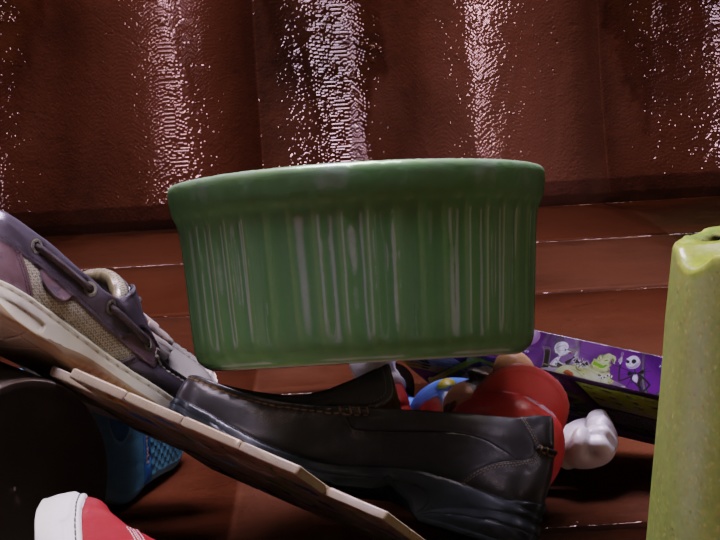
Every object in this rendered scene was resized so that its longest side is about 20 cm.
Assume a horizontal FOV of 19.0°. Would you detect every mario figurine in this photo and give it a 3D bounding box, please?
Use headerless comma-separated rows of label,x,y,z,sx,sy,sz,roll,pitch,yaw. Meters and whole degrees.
mario figurine,0.070,0.075,1.242,0.123,0.106,0.200,-18,7,-15

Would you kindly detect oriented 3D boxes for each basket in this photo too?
basket,-0.239,0.098,1.119,0.200,0.136,0.180,8,24,43

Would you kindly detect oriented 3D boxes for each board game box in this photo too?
board game box,0.116,0.065,1.295,0.200,0.032,0.120,12,-21,30

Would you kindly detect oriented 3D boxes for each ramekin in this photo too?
ramekin,0.000,0.000,1.132,0.200,0.098,0.200,-4,-2,0

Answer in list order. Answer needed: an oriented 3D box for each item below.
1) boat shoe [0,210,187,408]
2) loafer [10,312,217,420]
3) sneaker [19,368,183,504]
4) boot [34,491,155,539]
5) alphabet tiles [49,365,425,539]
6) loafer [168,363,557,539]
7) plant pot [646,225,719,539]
boat shoe,-0.141,0.029,1.121,0.072,0.065,0.200,6,-19,37
loafer,-0.166,0.027,1.210,0.200,0.063,0.072,24,26,-13
sneaker,-0.192,0.100,1.312,0.130,0.080,0.200,0,-3,11
boot,-0.065,0.142,0.905,0.144,0.073,0.200,-4,15,-12
alphabet tiles,-0.054,0.097,1.062,0.200,0.006,0.166,20,-11,27
loafer,0.003,0.082,1.101,0.200,0.072,0.073,18,-7,1
plant pot,0.190,0.075,0.841,0.200,0.185,0.200,-4,6,0
